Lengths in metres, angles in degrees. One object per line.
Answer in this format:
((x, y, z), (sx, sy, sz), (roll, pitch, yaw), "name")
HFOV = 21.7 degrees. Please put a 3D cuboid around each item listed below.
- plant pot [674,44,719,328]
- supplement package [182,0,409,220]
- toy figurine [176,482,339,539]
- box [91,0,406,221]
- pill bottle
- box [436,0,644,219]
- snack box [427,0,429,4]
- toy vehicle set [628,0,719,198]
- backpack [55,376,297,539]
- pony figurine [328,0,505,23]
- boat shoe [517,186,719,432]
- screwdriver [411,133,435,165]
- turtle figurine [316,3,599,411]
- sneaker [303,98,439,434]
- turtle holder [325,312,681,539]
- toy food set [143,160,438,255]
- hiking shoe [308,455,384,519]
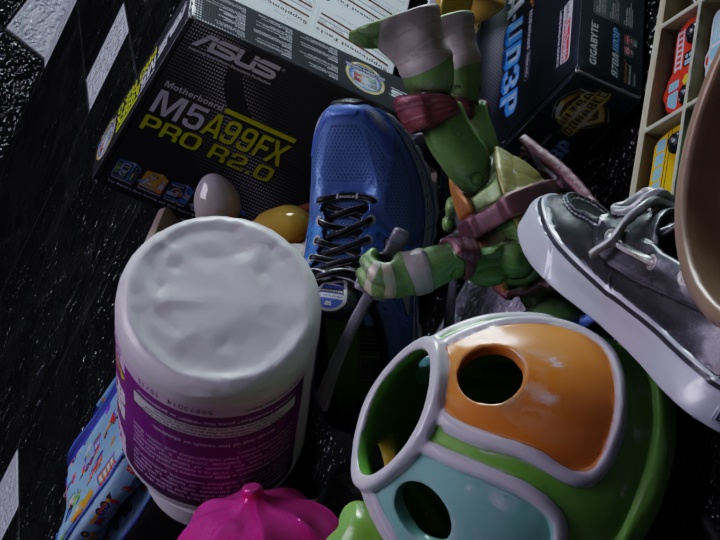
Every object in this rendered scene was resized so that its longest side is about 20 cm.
((0.213, -0.053, 0.710), (0.201, 0.092, 0.202), (-51, 26, 36), "plant pot")
((-0.071, -0.156, 1.427), (0.192, 0.146, 0.201), (-53, 15, 36), "supplement package")
((-0.052, 0.211, 1.012), (0.200, 0.149, 0.186), (96, 175, -68), "toy figurine")
((-0.065, -0.092, 1.308), (0.160, 0.199, 0.044), (-51, 26, 35), "box")
((-0.082, 0.067, 1.055), (0.201, 0.111, 0.113), (100, 179, -57), "pill bottle")
((0.110, -0.141, 1.133), (0.159, 0.046, 0.201), (-45, 29, 48), "box")
((0.099, -0.220, 1.262), (0.200, 0.024, 0.072), (-45, 17, 47), "snack box")
((0.188, -0.111, 0.930), (0.124, 0.026, 0.201), (-33, 39, 57), "toy vehicle set")
((-0.127, 0.123, 1.344), (0.183, 0.134, 0.201), (-52, 22, 35), "backpack")
((0.047, -0.246, 1.162), (0.200, 0.166, 0.195), (32, 105, 57), "pony figurine")
((0.137, -0.001, 0.855), (0.068, 0.073, 0.200), (-65, 26, 17), "boat shoe")
((0.042, -0.104, 1.240), (0.200, 0.029, 0.028), (-86, -17, -72), "screwdriver")
((0.032, -0.033, 1.016), (0.199, 0.143, 0.196), (-20, 86, 54), "turtle figurine")
((0.000, 0.000, 1.097), (0.089, 0.078, 0.202), (-12, -82, -70), "sneaker")
((0.062, 0.091, 0.889), (0.185, 0.131, 0.142), (-15, 56, 65), "turtle holder")
((-0.042, -0.042, 1.220), (0.198, 0.061, 0.144), (-18, 16, 6), "toy food set")
((-0.029, 0.186, 1.105), (0.200, 0.075, 0.101), (-44, 27, 46), "hiking shoe")
